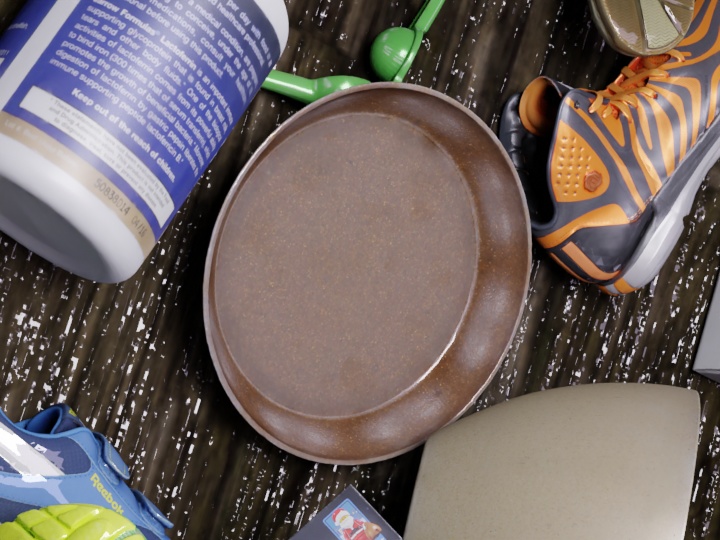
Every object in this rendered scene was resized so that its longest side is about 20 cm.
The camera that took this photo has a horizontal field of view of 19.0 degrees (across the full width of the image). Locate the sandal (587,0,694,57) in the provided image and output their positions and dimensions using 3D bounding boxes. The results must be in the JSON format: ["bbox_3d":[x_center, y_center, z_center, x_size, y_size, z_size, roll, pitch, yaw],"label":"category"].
[{"bbox_3d":[0.144,-0.208,1.207,0.080,0.054,0.202,3,72,-17],"label":"sandal"}]

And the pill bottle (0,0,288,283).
[{"bbox_3d":[-0.105,-0.105,1.028,0.116,0.115,0.201,41,71,-24],"label":"pill bottle"}]

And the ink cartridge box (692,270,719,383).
[{"bbox_3d":[0.315,-0.008,1.262,0.146,0.146,0.202,24,78,-29],"label":"ink cartridge box"}]

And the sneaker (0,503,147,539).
[{"bbox_3d":[-0.154,0.177,0.991,0.083,0.200,0.074,11,39,-45],"label":"sneaker"}]

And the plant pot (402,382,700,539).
[{"bbox_3d":[0.089,0.145,1.123,0.133,0.200,0.202,13,82,4],"label":"plant pot"}]

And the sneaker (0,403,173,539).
[{"bbox_3d":[-0.134,0.115,1.038,0.199,0.074,0.083,32,71,-29],"label":"sneaker"}]

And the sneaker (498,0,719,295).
[{"bbox_3d":[0.150,-0.096,1.203,0.112,0.077,0.201,33,74,-28],"label":"sneaker"}]

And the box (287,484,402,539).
[{"bbox_3d":[-0.069,0.198,1.029,0.200,0.137,0.038,-41,77,-17],"label":"box"}]

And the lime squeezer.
[{"bbox_3d":[-0.002,-0.118,1.143,0.199,0.038,0.071,-29,73,-27],"label":"lime squeezer"}]

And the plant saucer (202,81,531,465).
[{"bbox_3d":[0.000,0.000,1.122,0.199,0.034,0.202,-8,107,-29],"label":"plant saucer"}]
